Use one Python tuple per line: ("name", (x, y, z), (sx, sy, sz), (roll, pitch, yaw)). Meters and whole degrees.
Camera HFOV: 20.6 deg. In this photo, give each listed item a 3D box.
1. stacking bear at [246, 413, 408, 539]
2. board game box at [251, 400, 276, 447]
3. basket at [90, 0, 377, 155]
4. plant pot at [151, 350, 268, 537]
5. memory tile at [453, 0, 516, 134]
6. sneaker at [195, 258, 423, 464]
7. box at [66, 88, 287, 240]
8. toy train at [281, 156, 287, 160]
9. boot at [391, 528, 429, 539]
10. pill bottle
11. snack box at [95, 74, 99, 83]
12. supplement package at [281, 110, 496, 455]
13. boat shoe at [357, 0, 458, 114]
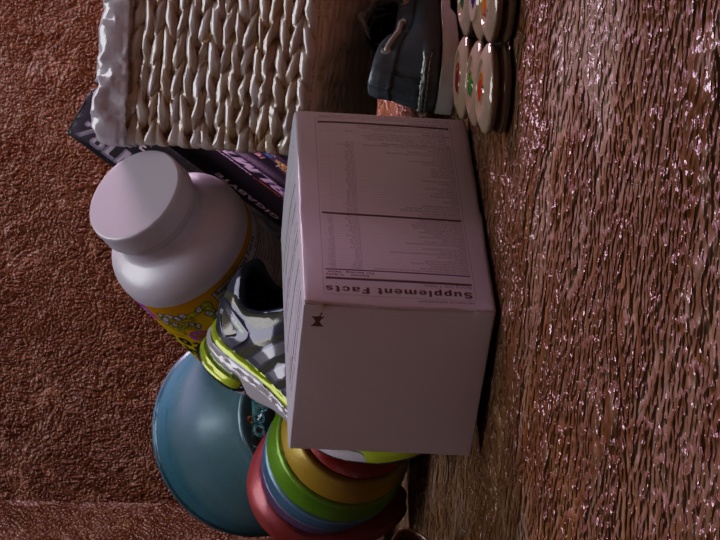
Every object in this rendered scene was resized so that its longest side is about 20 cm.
("stacking bear", (-0.008, 0.120, 1.433), (0.121, 0.114, 0.200), (49, 148, 12))
("board game box", (-0.032, 0.050, 1.613), (0.200, 0.028, 0.136), (-30, -56, -59))
("basket", (-0.077, -0.182, 1.397), (0.198, 0.161, 0.200), (-31, -51, -73))
("plant pot", (-0.073, 0.139, 1.814), (0.188, 0.200, 0.200), (153, 120, -68))
("memory tile", (0.071, -0.180, 1.120), (0.153, 0.017, 0.200), (-114, 26, -79))
("sneaker", (-0.024, 0.061, 1.299), (0.074, 0.200, 0.081), (-26, -45, -50))
("box", (-0.117, -0.080, 1.628), (0.050, 0.200, 0.198), (-57, -11, 13))
("toy train", (-0.035, -0.098, 1.805), (0.200, 0.114, 0.085), (-122, 34, -81))
("boot", (0.015, 0.236, 1.268), (0.200, 0.077, 0.156), (-111, 21, -72))
("pill bottle", (-0.107, 0.000, 1.404), (0.200, 0.104, 0.104), (48, -149, -46))
("snack box", (-0.099, -0.166, 1.554), (0.037, 0.200, 0.116), (-69, 0, -54))
("supplement package", (0.011, 0.004, 1.189), (0.200, 0.114, 0.110), (-93, 8, -54))
("boat shoe", (0.030, -0.175, 1.350), (0.200, 0.062, 0.073), (-94, 8, -51))
